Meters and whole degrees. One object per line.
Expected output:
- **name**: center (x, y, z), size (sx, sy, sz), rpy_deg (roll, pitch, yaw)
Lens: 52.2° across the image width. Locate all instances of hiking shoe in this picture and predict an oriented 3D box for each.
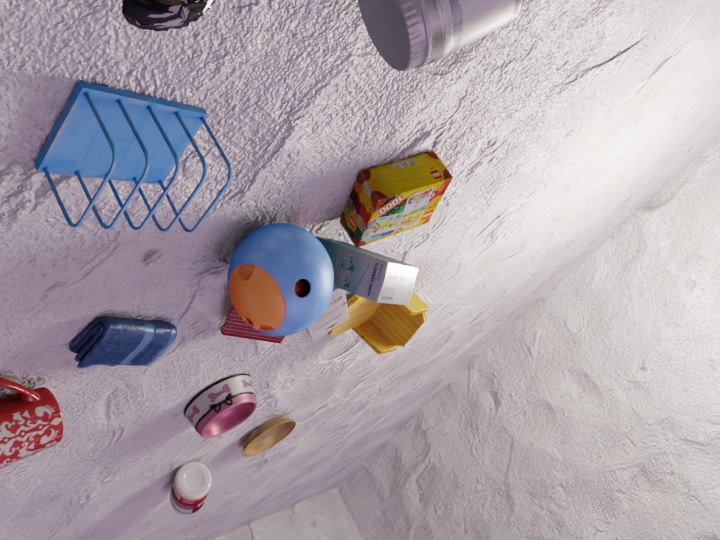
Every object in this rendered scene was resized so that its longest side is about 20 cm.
- **hiking shoe**: center (-0.178, -0.340, 0.783), size (0.199, 0.076, 0.102), rpy_deg (-39, 151, -15)

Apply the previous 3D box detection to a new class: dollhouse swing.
- **dollhouse swing**: center (0.043, 0.143, 1.934), size (0.175, 0.181, 0.201), rpy_deg (-40, 170, -48)

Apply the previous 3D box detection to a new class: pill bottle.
- **pill bottle**: center (-0.524, 0.677, 2.253), size (0.111, 0.114, 0.202), rpy_deg (-19, 154, -32)

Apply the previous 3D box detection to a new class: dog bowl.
- **dog bowl**: center (-0.354, 0.357, 1.906), size (0.197, 0.075, 0.201), rpy_deg (-29, 157, -13)

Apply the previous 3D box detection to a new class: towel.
- **towel**: center (-0.213, 0.107, 1.551), size (0.141, 0.023, 0.200), rpy_deg (9, 154, -16)
- **towel**: center (-0.437, 0.136, 1.380), size (0.111, 0.049, 0.199), rpy_deg (-42, 157, 15)

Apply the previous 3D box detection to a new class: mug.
- **mug**: center (-0.629, 0.275, 1.282), size (0.197, 0.135, 0.178), rpy_deg (-13, 152, -48)

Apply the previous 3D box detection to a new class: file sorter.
- **file sorter**: center (-0.287, -0.133, 0.957), size (0.139, 0.124, 0.198), rpy_deg (-45, 156, 28)

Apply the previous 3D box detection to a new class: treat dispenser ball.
- **treat dispenser ball**: center (-0.146, 0.017, 1.348), size (0.198, 0.203, 0.202), rpy_deg (-28, 157, -13)

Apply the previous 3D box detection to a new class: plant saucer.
- **plant saucer**: center (-0.301, 0.530, 2.378), size (0.197, 0.036, 0.202), rpy_deg (-30, 157, -14)

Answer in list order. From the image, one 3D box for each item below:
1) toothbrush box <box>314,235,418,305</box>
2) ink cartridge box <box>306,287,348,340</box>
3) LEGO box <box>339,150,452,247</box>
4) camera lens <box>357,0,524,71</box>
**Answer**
- **toothbrush box**: center (0.000, 0.000, 1.515), size (0.145, 0.196, 0.088), rpy_deg (9, 98, -60)
- **ink cartridge box**: center (-0.094, 0.079, 1.725), size (0.114, 0.067, 0.201), rpy_deg (-30, 157, -11)
- **LEGO box**: center (0.071, -0.146, 1.498), size (0.196, 0.078, 0.150), rpy_deg (-20, 154, -32)
- **camera lens**: center (0.111, -0.377, 0.980), size (0.197, 0.162, 0.161), rpy_deg (-29, 158, -13)
